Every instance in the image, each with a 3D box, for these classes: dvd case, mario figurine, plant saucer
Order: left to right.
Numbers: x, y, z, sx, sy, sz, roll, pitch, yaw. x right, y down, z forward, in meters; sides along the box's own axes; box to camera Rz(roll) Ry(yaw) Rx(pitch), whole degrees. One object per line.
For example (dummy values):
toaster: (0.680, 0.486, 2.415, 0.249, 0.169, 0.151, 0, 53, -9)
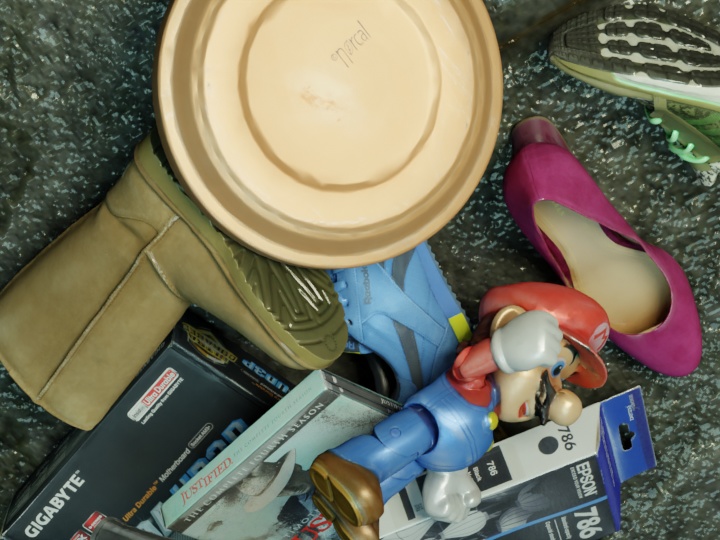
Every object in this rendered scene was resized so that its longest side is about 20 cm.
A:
plant saucer: (-0.014, -0.101, 1.027, 0.198, 0.032, 0.203, 0, 91, -18)
dvd case: (-0.006, 0.138, 1.167, 0.146, 0.022, 0.199, -41, 135, 22)
mario figurine: (0.071, 0.088, 1.072, 0.200, 0.123, 0.106, -38, 103, -16)

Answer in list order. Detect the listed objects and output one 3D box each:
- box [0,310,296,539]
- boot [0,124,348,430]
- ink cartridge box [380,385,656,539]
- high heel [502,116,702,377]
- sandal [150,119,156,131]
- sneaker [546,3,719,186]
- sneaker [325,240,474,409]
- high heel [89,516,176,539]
box: (-0.113, 0.141, 1.220, 0.158, 0.046, 0.200, 36, 115, -17)
boot: (-0.117, 0.032, 1.104, 0.176, 0.066, 0.200, 52, 126, 10)
ink cartridge box: (0.096, 0.147, 1.176, 0.198, 0.039, 0.100, -23, 140, 1)
high heel: (0.144, 0.006, 1.103, 0.067, 0.096, 0.200, -34, 113, 20)
sandal: (-0.099, -0.059, 1.115, 0.075, 0.045, 0.200, 35, 130, -9)
sneaker: (0.195, -0.084, 1.067, 0.198, 0.077, 0.089, 16, 128, -4)
sneaker: (0.000, 0.000, 1.111, 0.078, 0.066, 0.201, -35, 118, -14)
high heel: (-0.061, 0.216, 1.144, 0.142, 0.072, 0.200, 12, 159, 40)
